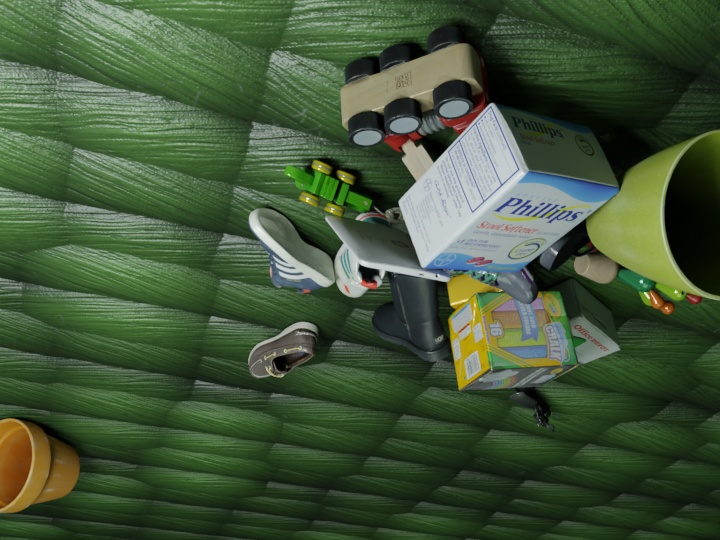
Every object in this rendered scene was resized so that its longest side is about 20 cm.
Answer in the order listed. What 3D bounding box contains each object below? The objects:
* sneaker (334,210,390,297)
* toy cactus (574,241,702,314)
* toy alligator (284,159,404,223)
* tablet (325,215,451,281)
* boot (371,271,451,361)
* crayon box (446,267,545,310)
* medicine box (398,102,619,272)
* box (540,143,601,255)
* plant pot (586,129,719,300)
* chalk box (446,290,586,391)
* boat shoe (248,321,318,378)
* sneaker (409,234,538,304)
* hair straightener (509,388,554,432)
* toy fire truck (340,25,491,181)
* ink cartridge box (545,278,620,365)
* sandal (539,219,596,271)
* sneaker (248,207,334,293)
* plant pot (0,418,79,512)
[{"bbox_3d":[0.000,0.000,1.198,0.069,0.095,0.201,9,142,-12],"label":"sneaker"},{"bbox_3d":[0.392,-0.006,1.128,0.162,0.200,0.104,8,114,-30],"label":"toy cactus"},{"bbox_3d":[-0.028,-0.109,1.092,0.197,0.060,0.054,20,-178,-28],"label":"toy alligator"},{"bbox_3d":[0.033,-0.034,1.026,0.128,0.200,0.014,11,107,-20],"label":"tablet"},{"bbox_3d":[0.073,0.041,1.259,0.075,0.199,0.171,-23,115,-23],"label":"boot"},{"bbox_3d":[0.220,0.035,1.234,0.124,0.053,0.199,-17,156,22],"label":"crayon box"},{"bbox_3d":[0.181,-0.093,0.946,0.180,0.105,0.200,2,148,-37],"label":"medicine box"},{"bbox_3d":[0.251,-0.100,1.103,0.157,0.044,0.202,1,143,0],"label":"box"},{"bbox_3d":[0.377,-0.064,0.942,0.184,0.191,0.199,16,176,-20],"label":"plant pot"},{"bbox_3d":[0.255,0.109,1.196,0.196,0.126,0.125,-1,157,-20],"label":"chalk box"},{"bbox_3d":[-0.152,0.166,1.452,0.071,0.060,0.199,28,135,-33],"label":"boat shoe"},{"bbox_3d":[0.163,-0.007,1.105,0.087,0.200,0.075,-38,159,-24],"label":"sneaker"},{"bbox_3d":[0.365,0.298,1.606,0.040,0.078,0.200,-19,139,23],"label":"hair straightener"},{"bbox_3d":[0.090,-0.179,0.955,0.173,0.131,0.199,-14,159,25],"label":"toy fire truck"},{"bbox_3d":[0.338,0.114,1.355,0.198,0.085,0.144,-30,134,33],"label":"ink cartridge box"},{"bbox_3d":[0.320,-0.047,1.069,0.043,0.199,0.077,37,140,24],"label":"sandal"},{"bbox_3d":[-0.124,-0.020,1.189,0.083,0.076,0.200,-24,137,23],"label":"sneaker"},{"bbox_3d":[-0.760,0.458,1.760,0.197,0.204,0.183,-15,156,21],"label":"plant pot"}]
